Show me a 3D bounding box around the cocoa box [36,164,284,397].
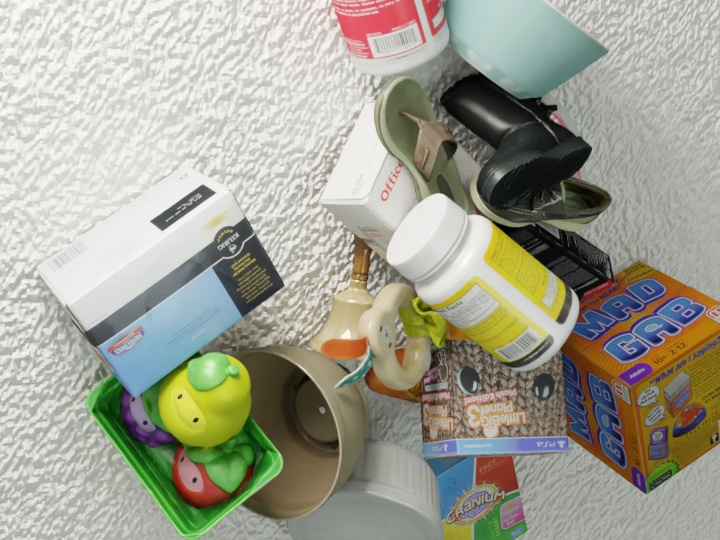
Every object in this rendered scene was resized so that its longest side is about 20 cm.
[{"bbox_3d":[-0.208,0.008,1.201,0.200,0.133,0.131,-37,121,-14],"label":"cocoa box"}]

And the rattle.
[{"bbox_3d":[0.065,0.082,1.301,0.200,0.143,0.131,1,103,-64],"label":"rattle"}]

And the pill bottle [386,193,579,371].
[{"bbox_3d":[0.133,0.012,1.261,0.200,0.114,0.114,38,89,-20],"label":"pill bottle"}]

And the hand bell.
[{"bbox_3d":[0.000,0.000,1.384,0.104,0.104,0.201,2,99,-34],"label":"hand bell"}]

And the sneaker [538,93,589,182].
[{"bbox_3d":[0.226,-0.130,1.455,0.105,0.075,0.200,-46,133,-20],"label":"sneaker"}]

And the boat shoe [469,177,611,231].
[{"bbox_3d":[0.218,-0.092,1.373,0.200,0.072,0.066,7,150,-37],"label":"boat shoe"}]

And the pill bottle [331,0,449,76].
[{"bbox_3d":[0.017,-0.316,1.213,0.112,0.112,0.200,-33,126,-16],"label":"pill bottle"}]

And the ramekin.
[{"bbox_3d":[0.010,0.295,1.460,0.202,0.094,0.203,5,139,5],"label":"ramekin"}]

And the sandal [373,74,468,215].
[{"bbox_3d":[0.081,-0.130,1.260,0.080,0.057,0.201,-50,125,-28],"label":"sandal"}]

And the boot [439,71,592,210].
[{"bbox_3d":[0.158,-0.158,1.325,0.198,0.162,0.073,-24,149,-42],"label":"boot"}]

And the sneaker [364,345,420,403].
[{"bbox_3d":[0.095,0.146,1.507,0.200,0.077,0.073,10,108,-34],"label":"sneaker"}]

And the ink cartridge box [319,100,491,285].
[{"bbox_3d":[0.064,-0.087,1.346,0.200,0.083,0.147,40,66,-38],"label":"ink cartridge box"}]

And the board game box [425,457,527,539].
[{"bbox_3d":[0.157,0.335,1.659,0.153,0.040,0.200,-29,125,-19],"label":"board game box"}]

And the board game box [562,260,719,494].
[{"bbox_3d":[0.399,0.145,1.625,0.200,0.200,0.200,-29,125,-19],"label":"board game box"}]

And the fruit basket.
[{"bbox_3d":[-0.182,0.164,1.227,0.155,0.216,0.216,-38,127,-12],"label":"fruit basket"}]

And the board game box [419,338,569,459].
[{"bbox_3d":[0.165,0.134,1.456,0.159,0.097,0.201,1,78,-22],"label":"board game box"}]

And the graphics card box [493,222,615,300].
[{"bbox_3d":[0.222,-0.013,1.490,0.125,0.051,0.200,-28,140,35],"label":"graphics card box"}]

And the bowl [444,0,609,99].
[{"bbox_3d":[0.171,-0.268,1.297,0.201,0.201,0.105,24,110,-38],"label":"bowl"}]

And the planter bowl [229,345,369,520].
[{"bbox_3d":[-0.073,0.177,1.358,0.135,0.200,0.201,-17,124,-58],"label":"planter bowl"}]
